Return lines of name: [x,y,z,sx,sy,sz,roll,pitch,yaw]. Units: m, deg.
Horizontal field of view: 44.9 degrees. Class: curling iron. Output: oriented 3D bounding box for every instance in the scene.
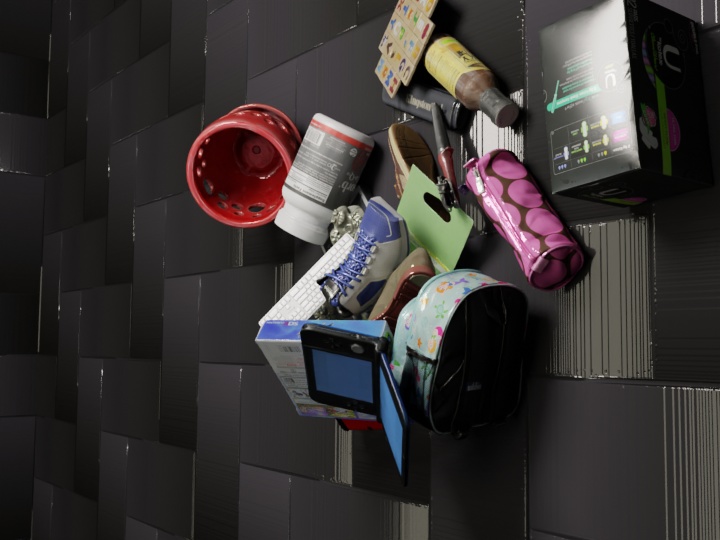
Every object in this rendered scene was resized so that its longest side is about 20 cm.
curling iron: [0.122,-0.169,1.258,0.025,0.050,0.202,-14,52,16]

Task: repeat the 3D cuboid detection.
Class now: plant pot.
plant pot: [-0.203,-0.200,1.610,0.183,0.199,0.202,-76,8,-67]

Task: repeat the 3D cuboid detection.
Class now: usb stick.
usb stick: [0.099,-0.268,1.373,0.200,0.032,0.056,34,113,49]

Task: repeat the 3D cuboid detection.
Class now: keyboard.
keyboard: [-0.073,0.030,1.363,0.200,0.011,0.056,-45,73,-3]

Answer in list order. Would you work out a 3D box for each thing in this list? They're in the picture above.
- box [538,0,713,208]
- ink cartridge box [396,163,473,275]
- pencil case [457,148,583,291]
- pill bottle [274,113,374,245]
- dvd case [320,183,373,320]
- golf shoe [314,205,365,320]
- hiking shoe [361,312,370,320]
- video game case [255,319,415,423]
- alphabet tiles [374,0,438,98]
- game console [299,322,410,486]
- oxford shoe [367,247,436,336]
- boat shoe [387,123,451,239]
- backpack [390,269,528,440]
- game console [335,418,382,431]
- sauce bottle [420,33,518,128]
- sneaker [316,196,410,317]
box: [0.302,-0.188,0.997,0.124,0.147,0.202,-15,75,50]
ink cartridge box: [0.081,-0.034,1.302,0.146,0.048,0.201,47,141,30]
pencil case: [0.211,-0.069,1.152,0.091,0.093,0.201,-43,54,20]
pill bottle: [-0.065,-0.154,1.487,0.116,0.115,0.202,35,103,49]
dvd case: [0.004,-0.024,1.484,0.151,0.025,0.201,-54,48,35]
golf shoe: [-0.020,-0.006,1.433,0.078,0.097,0.202,18,97,15]
hiking shoe: [0.062,0.138,1.367,0.200,0.075,0.102,51,142,46]
video game case: [-0.029,0.147,1.274,0.198,0.182,0.046,-1,44,26]
alphabet tiles: [0.071,-0.372,1.386,0.167,0.006,0.201,-64,23,24]
game console: [-0.006,0.181,1.159,0.201,0.169,0.119,88,-164,-53]
oxford shoe: [0.056,0.053,1.277,0.201,0.070,0.075,-55,20,35]
boat shoe: [0.079,-0.135,1.360,0.072,0.072,0.202,-43,61,42]
backpack: [0.135,0.098,1.169,0.150,0.176,0.202,31,119,48]
game console: [-0.026,0.154,1.407,0.171,0.201,0.119,-8,41,31]
sauce bottle: [0.160,-0.275,1.269,0.200,0.064,0.065,54,127,39]
sneaker: [0.000,0.001,1.289,0.080,0.114,0.201,41,137,34]
